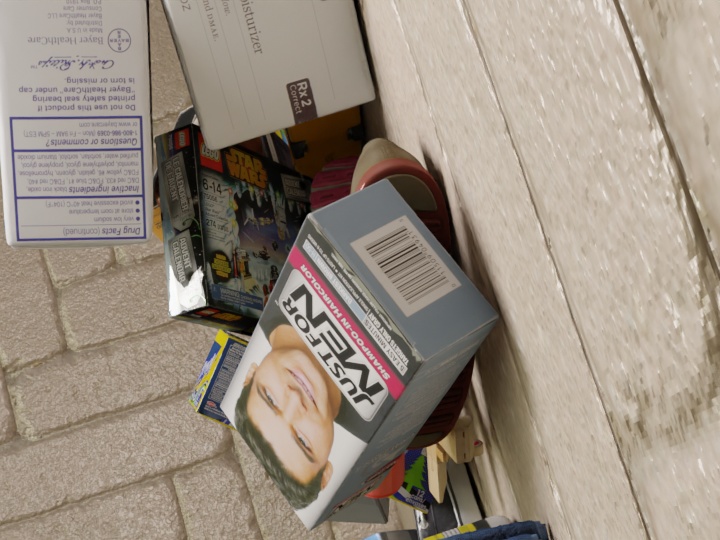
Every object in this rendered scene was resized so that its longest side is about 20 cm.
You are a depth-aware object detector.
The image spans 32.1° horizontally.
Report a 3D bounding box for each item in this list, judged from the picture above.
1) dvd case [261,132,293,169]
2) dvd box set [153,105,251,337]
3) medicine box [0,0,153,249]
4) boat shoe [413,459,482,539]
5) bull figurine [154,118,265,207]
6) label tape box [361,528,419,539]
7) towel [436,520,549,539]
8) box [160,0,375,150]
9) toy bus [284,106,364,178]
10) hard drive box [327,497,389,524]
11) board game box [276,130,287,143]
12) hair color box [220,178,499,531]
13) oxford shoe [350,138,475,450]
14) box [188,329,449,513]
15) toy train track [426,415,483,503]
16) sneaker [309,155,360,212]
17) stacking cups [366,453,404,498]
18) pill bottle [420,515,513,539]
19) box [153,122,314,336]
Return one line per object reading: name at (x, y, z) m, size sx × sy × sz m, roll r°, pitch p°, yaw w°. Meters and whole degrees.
dvd case at (-0.037, -0.049, 1.226) m, size 0.200 × 0.016 × 0.150 m, roll 44°, pitch -160°, yaw -43°
dvd box set at (-0.109, -0.033, 1.124) m, size 0.200 × 0.029 × 0.148 m, roll 50°, pitch -146°, yaw -31°
medicine box at (-0.202, -0.135, 0.902) m, size 0.182 × 0.101 × 0.204 m, roll -122°, pitch 32°, yaw -73°
boat shoe at (0.047, 0.151, 1.066) m, size 0.072 × 0.067 × 0.202 m, roll 78°, pitch 175°, yaw -55°
bull figurine at (-0.112, -0.084, 1.054) m, size 0.123 × 0.064 × 0.201 m, roll 60°, pitch -149°, yaw -20°
label tape box at (0.079, 0.297, 1.068) m, size 0.198 × 0.063 × 0.146 m, roll 9°, pitch -125°, yaw -48°
towel at (0.070, 0.234, 0.721) m, size 0.049 × 0.110 × 0.202 m, roll -95°, pitch -8°, yaw -57°
box at (-0.088, -0.231, 0.902) m, size 0.201 × 0.129 × 0.201 m, roll -113°, pitch 7°, yaw -56°
toy bus at (-0.037, -0.131, 1.097) m, size 0.200 × 0.064 × 0.080 m, roll 87°, pitch 166°, yaw -77°
hard drive box at (-0.011, 0.108, 1.133) m, size 0.157 × 0.075 × 0.203 m, roll 73°, pitch -160°, yaw -60°
board game box at (-0.060, -0.066, 1.357) m, size 0.166 × 0.056 × 0.201 m, roll 47°, pitch -168°, yaw -28°
hair color box at (-0.008, 0.054, 0.707) m, size 0.099 × 0.060 × 0.201 m, roll 51°, pitch 143°, yaw 18°
oxford shoe at (0.029, 0.015, 0.769) m, size 0.075 × 0.069 × 0.203 m, roll -107°, pitch 12°, yaw -62°
box at (-0.029, 0.116, 0.965) m, size 0.065 × 0.198 × 0.070 m, roll -65°, pitch 12°, yaw -4°
toy train track at (0.051, 0.088, 0.891) m, size 0.200 × 0.032 × 0.117 m, roll -138°, pitch 43°, yaw -70°
sneaker at (0.000, 0.000, 0.974) m, size 0.202 × 0.073 × 0.088 m, roll -89°, pitch -26°, yaw -48°
stacking cups at (0.008, 0.067, 0.875) m, size 0.061 × 0.059 × 0.203 m, roll -112°, pitch 17°, yaw -55°
pill bottle at (0.021, 0.242, 0.811) m, size 0.112 × 0.197 × 0.114 m, roll 163°, pitch 90°, yaw -87°
box at (-0.079, -0.019, 0.971) m, size 0.199 × 0.039 × 0.139 m, roll 19°, pitch -121°, yaw -58°
